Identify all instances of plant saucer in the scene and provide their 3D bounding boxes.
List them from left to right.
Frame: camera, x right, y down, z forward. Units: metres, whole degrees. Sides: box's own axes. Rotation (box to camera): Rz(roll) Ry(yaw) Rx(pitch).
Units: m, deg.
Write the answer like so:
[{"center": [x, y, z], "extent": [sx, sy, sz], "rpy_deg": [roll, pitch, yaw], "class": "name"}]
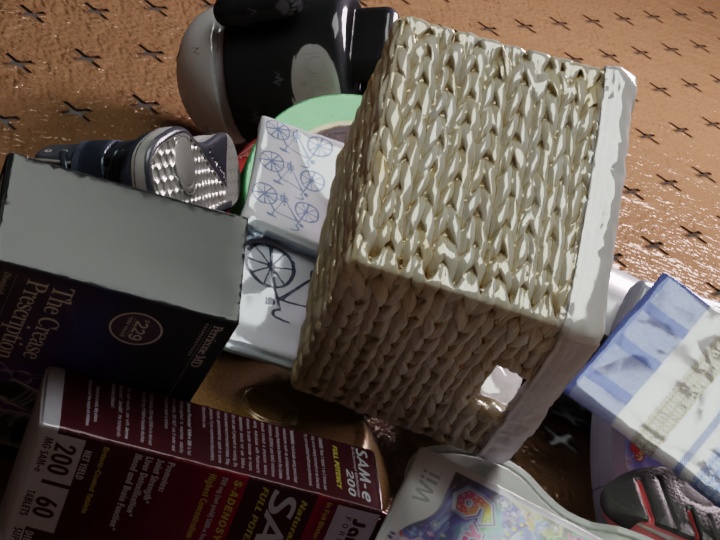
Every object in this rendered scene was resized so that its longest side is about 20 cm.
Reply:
[{"center": [-0.066, 0.103, 1.177], "extent": [0.198, 0.036, 0.201], "rpy_deg": [20, 26, -10], "class": "plant saucer"}]

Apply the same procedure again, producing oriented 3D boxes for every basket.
[{"center": [0.061, -0.016, 1.109], "extent": [0.159, 0.199, 0.202], "rpy_deg": [15, 60, -7], "class": "basket"}]

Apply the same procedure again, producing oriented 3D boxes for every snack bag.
[{"center": [0.000, 0.000, 1.207], "extent": [0.187, 0.021, 0.202], "rpy_deg": [20, 53, -12], "class": "snack bag"}]

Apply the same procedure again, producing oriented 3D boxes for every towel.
[{"center": [0.254, 0.098, 1.209], "extent": [0.199, 0.024, 0.147], "rpy_deg": [35, 53, 15], "class": "towel"}]

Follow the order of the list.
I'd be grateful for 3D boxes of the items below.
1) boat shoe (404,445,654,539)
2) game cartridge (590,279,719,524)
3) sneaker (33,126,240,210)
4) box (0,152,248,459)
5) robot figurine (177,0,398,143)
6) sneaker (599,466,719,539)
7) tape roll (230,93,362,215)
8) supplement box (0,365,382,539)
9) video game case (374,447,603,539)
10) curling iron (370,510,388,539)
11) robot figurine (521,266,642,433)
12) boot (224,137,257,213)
[{"center": [0.114, 0.183, 1.154], "extent": [0.199, 0.061, 0.076], "rpy_deg": [30, 54, 8], "class": "boat shoe"}, {"center": [0.231, 0.113, 1.270], "extent": [0.132, 0.041, 0.202], "rpy_deg": [17, 68, -20], "class": "game cartridge"}, {"center": [-0.176, -0.058, 1.257], "extent": [0.144, 0.078, 0.202], "rpy_deg": [-6, 2, 9], "class": "sneaker"}, {"center": [-0.163, 0.035, 1.023], "extent": [0.140, 0.200, 0.080], "rpy_deg": [13, 53, -18], "class": "box"}, {"center": [-0.060, -0.176, 1.531], "extent": [0.198, 0.152, 0.125], "rpy_deg": [-4, 16, 14], "class": "robot figurine"}, {"center": [0.246, 0.200, 1.195], "extent": [0.198, 0.087, 0.074], "rpy_deg": [19, 30, -10], "class": "sneaker"}, {"center": [-0.001, -0.040, 1.376], "extent": [0.198, 0.048, 0.202], "rpy_deg": [9, 59, -15], "class": "tape roll"}, {"center": [-0.098, 0.136, 1.004], "extent": [0.198, 0.110, 0.061], "rpy_deg": [15, 27, -15], "class": "supplement box"}, {"center": [0.098, 0.207, 1.076], "extent": [0.198, 0.018, 0.144], "rpy_deg": [27, 50, 4], "class": "video game case"}, {"center": [0.013, 0.173, 1.110], "extent": [0.198, 0.026, 0.050], "rpy_deg": [25, 68, -17], "class": "curling iron"}, {"center": [0.177, 0.055, 1.358], "extent": [0.198, 0.125, 0.151], "rpy_deg": [26, 69, -4], "class": "robot figurine"}, {"center": [-0.036, -0.027, 1.420], "extent": [0.199, 0.073, 0.144], "rpy_deg": [34, 37, 14], "class": "boot"}]
